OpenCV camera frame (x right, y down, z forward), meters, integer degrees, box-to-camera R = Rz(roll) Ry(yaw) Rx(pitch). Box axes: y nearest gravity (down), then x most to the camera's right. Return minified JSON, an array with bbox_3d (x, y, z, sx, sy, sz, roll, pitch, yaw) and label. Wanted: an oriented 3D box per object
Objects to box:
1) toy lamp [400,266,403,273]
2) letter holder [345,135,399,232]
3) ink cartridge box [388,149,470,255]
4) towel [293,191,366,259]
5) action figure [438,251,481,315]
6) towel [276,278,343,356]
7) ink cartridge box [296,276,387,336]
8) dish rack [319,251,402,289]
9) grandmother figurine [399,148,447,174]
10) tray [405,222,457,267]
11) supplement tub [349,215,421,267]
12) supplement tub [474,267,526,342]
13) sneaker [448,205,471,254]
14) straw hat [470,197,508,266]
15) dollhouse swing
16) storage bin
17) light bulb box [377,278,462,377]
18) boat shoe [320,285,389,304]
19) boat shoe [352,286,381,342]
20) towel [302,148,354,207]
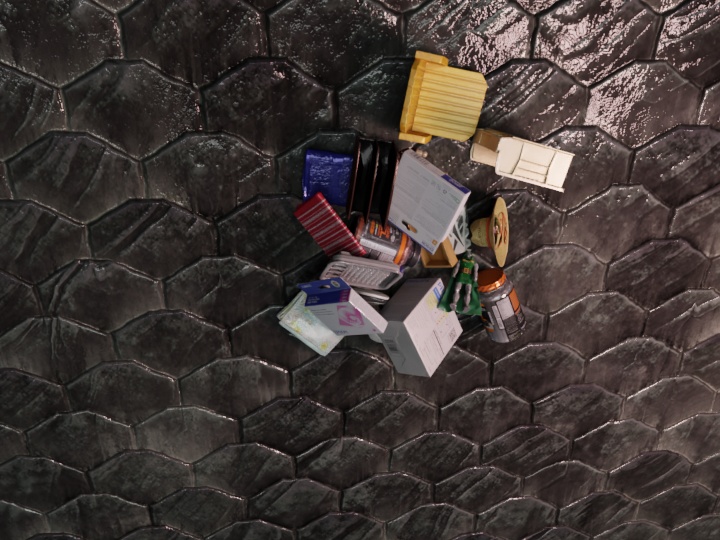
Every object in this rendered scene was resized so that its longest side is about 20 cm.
[{"bbox_3d":[0.021,0.000,1.469,0.198,0.058,0.059,-3,113,-5],"label":"toy lamp"},{"bbox_3d":[0.028,-0.213,1.282,0.100,0.142,0.202,6,118,-7],"label":"letter holder"},{"bbox_3d":[0.159,-0.174,1.324,0.199,0.041,0.201,40,133,17],"label":"ink cartridge box"},{"bbox_3d":[-0.083,-0.106,1.358,0.200,0.144,0.022,51,56,-11],"label":"towel"},{"bbox_3d":[0.292,0.027,1.450,0.117,0.201,0.055,11,145,8],"label":"action figure"},{"bbox_3d":[-0.123,0.139,1.517,0.200,0.048,0.171,40,104,-20],"label":"towel"},{"bbox_3d":[-0.058,0.103,1.380,0.196,0.044,0.200,-11,134,48],"label":"ink cartridge box"},{"bbox_3d":[0.000,0.000,1.370,0.198,0.172,0.044,10,69,-14],"label":"dish rack"},{"bbox_3d":[0.127,-0.277,1.365,0.199,0.061,0.122,32,114,-15],"label":"grandmother figurine"},{"bbox_3d":[0.189,-0.101,1.425,0.037,0.098,0.201,-42,118,-36],"label":"tray"},{"bbox_3d":[0.065,-0.072,1.415,0.198,0.107,0.108,18,110,-13],"label":"supplement tub"},{"bbox_3d":[0.404,0.101,1.516,0.122,0.123,0.201,-24,112,4],"label":"supplement tub"},{"bbox_3d":[0.251,-0.133,1.428,0.088,0.074,0.202,-15,113,-2],"label":"sneaker"},{"bbox_3d":[0.347,-0.105,1.416,0.084,0.201,0.203,0,117,27],"label":"straw hat"},{"bbox_3d":[0.208,-0.410,1.264,0.174,0.182,0.202,16,111,9],"label":"dollhouse swing"},{"bbox_3d":[0.400,-0.288,1.310,0.197,0.200,0.094,12,110,-11],"label":"storage bin"},{"bbox_3d":[0.165,0.157,1.461,0.124,0.200,0.199,-2,123,45],"label":"light bulb box"},{"bbox_3d":[-0.020,0.076,1.439,0.198,0.076,0.061,11,95,14],"label":"boat shoe"},{"bbox_3d":[0.035,0.124,1.500,0.071,0.070,0.202,-26,108,-23],"label":"boat shoe"},{"bbox_3d":[-0.054,-0.243,1.367,0.198,0.050,0.149,4,119,-8],"label":"towel"}]
